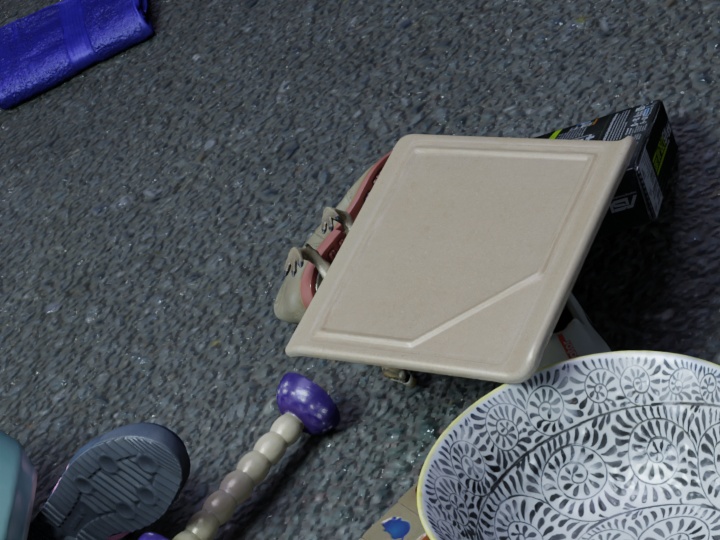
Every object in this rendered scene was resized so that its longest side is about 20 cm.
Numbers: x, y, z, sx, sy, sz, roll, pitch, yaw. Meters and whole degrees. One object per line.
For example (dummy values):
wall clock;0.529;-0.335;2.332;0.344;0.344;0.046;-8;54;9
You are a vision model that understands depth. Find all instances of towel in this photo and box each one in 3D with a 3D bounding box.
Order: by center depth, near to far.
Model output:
towel;-0.327;-0.264;1.888;0.199;0.050;0.148;-27;32;5

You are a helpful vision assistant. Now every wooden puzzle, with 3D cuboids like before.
wooden puzzle;0.065;-0.009;1.072;0.199;0.037;0.186;1;52;40

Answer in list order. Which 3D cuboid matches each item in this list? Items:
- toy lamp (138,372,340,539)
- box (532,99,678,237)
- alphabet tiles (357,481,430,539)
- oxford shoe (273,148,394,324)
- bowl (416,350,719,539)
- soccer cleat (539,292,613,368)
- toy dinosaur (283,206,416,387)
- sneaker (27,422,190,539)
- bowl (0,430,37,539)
toy lamp;-0.091;0.155;1.134;0.058;0.058;0.200;10;51;45
box;0.121;-0.055;1.202;0.191;0.048;0.200;-19;13;19
alphabet tiles;0.047;0.194;1.021;0.200;0.006;0.166;-42;34;-17
oxford shoe;-0.002;-0.034;1.311;0.074;0.071;0.200;-13;27;49
bowl;0.138;0.140;0.928;0.199;0.095;0.201;-14;30;8
soccer cleat;0.112;0.023;1.127;0.068;0.086;0.200;-30;33;-1
toy dinosaur;0.000;0.000;1.227;0.058;0.101;0.202;-33;43;34
sneaker;-0.161;0.137;1.141;0.200;0.070;0.082;-39;10;47
bowl;-0.284;0.182;1.158;0.104;0.202;0.202;13;33;-13
